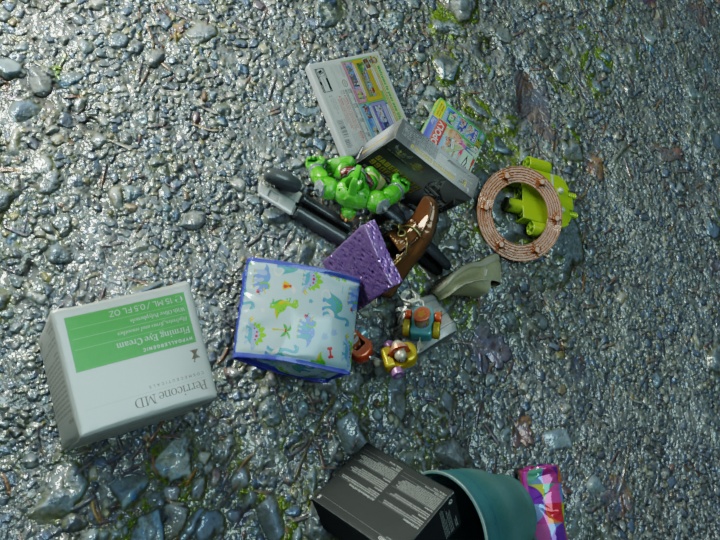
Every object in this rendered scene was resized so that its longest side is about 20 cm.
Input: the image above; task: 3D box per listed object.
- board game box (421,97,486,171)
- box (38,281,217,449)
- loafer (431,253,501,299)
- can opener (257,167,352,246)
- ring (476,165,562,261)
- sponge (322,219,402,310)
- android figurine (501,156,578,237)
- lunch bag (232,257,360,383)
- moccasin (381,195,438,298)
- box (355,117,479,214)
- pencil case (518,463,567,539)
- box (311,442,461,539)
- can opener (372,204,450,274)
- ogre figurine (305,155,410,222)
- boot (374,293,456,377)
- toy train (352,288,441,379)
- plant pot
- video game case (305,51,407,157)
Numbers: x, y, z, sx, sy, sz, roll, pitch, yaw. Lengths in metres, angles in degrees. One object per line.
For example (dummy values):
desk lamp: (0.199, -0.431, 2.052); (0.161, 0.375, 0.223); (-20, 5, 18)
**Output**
board game box: (0.178, -0.248, 1.559); (0.133, 0.029, 0.203); (35, 61, -15)
box: (-0.339, 0.139, 1.065); (0.195, 0.199, 0.176); (-12, 81, -31)
loafer: (0.219, 0.022, 1.456); (0.197, 0.075, 0.070); (-22, 83, -39)
can opener: (-0.096, -0.118, 1.351); (0.197, 0.067, 0.054); (30, 63, -15)
ring: (0.341, -0.122, 1.571); (0.194, 0.019, 0.207); (1, 85, -11)
sponge: (0.000, 0.000, 1.286); (0.029, 0.200, 0.114); (-23, 83, -28)
android figurine: (0.400, -0.158, 1.639); (0.195, 0.041, 0.188); (11, 69, -22)
lunch bag: (-0.113, 0.084, 1.242); (0.195, 0.127, 0.175); (15, 67, -26)
moccasin: (0.075, -0.050, 1.372); (0.077, 0.074, 0.203); (30, 103, -29)
box: (0.105, -0.188, 1.415); (0.198, 0.157, 0.049); (34, 65, -21)
pencil case: (0.342, 0.466, 1.381); (0.086, 0.088, 0.206); (7, 69, -25)
box: (0.040, 0.383, 1.180); (0.140, 0.197, 0.081); (-36, 126, -32)
can opener: (0.100, -0.064, 1.438); (0.199, 0.063, 0.079); (40, 62, -10)
ogre figurine: (-0.013, -0.157, 1.361); (0.197, 0.099, 0.121); (32, 32, -9)
boot: (0.084, 0.117, 1.377); (0.197, 0.074, 0.097); (-25, 73, -34)
toy train: (0.054, 0.103, 1.311); (0.198, 0.056, 0.150); (-37, 57, -21)
plant pot: (0.198, 0.431, 1.261); (0.184, 0.198, 0.206); (1, 72, -41)
video game case: (0.000, -0.336, 1.500); (0.179, 0.022, 0.205); (-19, 83, -31)
